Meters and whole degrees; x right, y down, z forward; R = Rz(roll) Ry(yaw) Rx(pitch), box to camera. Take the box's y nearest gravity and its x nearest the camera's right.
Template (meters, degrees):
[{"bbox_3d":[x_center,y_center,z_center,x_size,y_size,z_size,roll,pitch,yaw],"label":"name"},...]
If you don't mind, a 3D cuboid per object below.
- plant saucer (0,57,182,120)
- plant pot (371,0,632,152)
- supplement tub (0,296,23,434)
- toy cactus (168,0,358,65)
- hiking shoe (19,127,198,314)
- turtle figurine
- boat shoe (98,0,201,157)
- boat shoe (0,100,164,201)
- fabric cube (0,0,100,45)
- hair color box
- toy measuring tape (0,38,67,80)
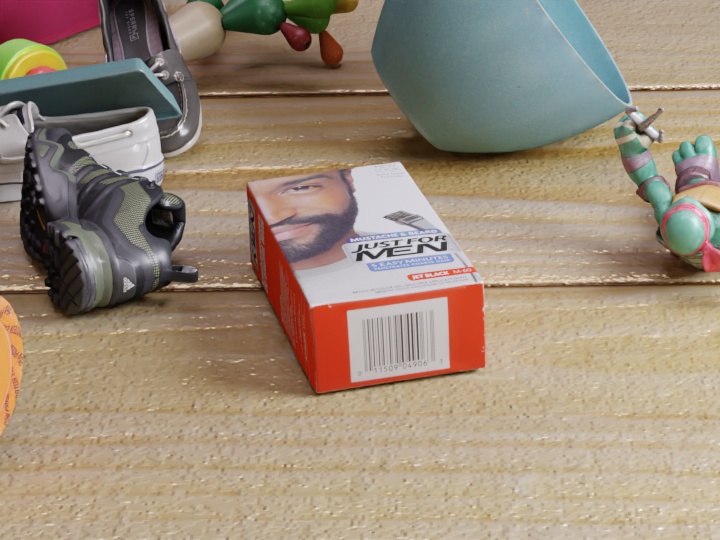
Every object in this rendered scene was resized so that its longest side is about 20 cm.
[{"bbox_3d":[-0.233,-0.122,1.715,0.199,0.070,0.019,-6,63,21],"label":"plant saucer"},{"bbox_3d":[0.087,-0.164,1.720,0.135,0.200,0.200,-35,21,14],"label":"plant pot"},{"bbox_3d":[-0.301,0.045,1.338,0.199,0.123,0.123,8,27,23],"label":"supplement tub"},{"bbox_3d":[-0.102,-0.202,1.908,0.165,0.103,0.200,-29,33,-28],"label":"toy cactus"},{"bbox_3d":[-0.171,-0.033,1.575,0.100,0.076,0.200,-1,32,-19],"label":"hiking shoe"},{"bbox_3d":[0.230,-0.051,1.534,0.149,0.101,0.200,22,16,16],"label":"turtle figurine"},{"bbox_3d":[-0.171,-0.167,1.799,0.067,0.057,0.200,-24,46,5],"label":"boat shoe"},{"bbox_3d":[-0.242,-0.088,1.689,0.199,0.066,0.072,0,25,4],"label":"boat shoe"},{"bbox_3d":[-0.334,-0.309,2.017,0.199,0.201,0.196,19,31,37],"label":"fabric cube"},{"bbox_3d":[0.000,0.000,1.483,0.110,0.064,0.200,-8,24,-12],"label":"hair color box"},{"bbox_3d":[-0.232,-0.155,1.830,0.073,0.074,0.200,21,34,41],"label":"toy measuring tape"}]
